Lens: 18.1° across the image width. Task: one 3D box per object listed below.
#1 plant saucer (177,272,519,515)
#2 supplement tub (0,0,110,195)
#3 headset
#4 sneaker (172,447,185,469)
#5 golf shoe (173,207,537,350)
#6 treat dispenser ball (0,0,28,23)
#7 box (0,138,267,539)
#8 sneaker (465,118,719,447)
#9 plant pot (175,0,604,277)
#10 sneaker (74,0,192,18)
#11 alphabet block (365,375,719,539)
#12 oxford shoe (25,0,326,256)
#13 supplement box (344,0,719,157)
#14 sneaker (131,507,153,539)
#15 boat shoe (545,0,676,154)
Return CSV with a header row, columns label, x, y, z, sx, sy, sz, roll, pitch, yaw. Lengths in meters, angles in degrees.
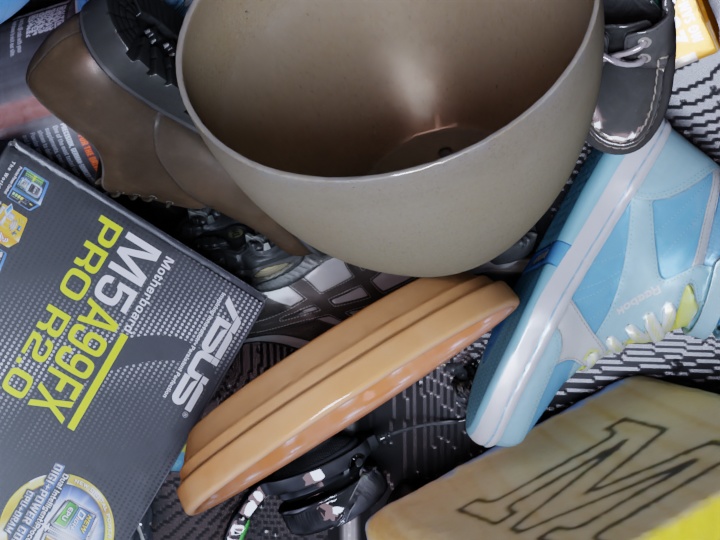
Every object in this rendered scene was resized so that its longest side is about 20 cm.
label,x,y,z,sx,sy,sz,roll,pitch,yaw
plant saucer,-0.012,0.056,1.141,0.200,0.200,0.037,-35,83,16
supplement tub,-0.160,-0.087,1.200,0.200,0.107,0.107,-15,105,10
headset,0.006,0.137,1.257,0.123,0.094,0.200,37,92,-5
sneaker,-0.162,0.085,1.210,0.131,0.080,0.200,47,65,-1
golf shoe,0.000,0.000,1.235,0.199,0.078,0.095,-4,128,9
treat dispenser ball,-0.236,-0.208,1.123,0.200,0.201,0.201,2,108,7
box,-0.165,0.058,1.141,0.160,0.044,0.200,33,81,-18
sneaker,0.149,0.026,1.187,0.130,0.080,0.200,30,87,-5
plant pot,0.026,-0.075,1.076,0.200,0.201,0.135,-9,139,10
sneaker,-0.085,-0.208,1.131,0.078,0.090,0.200,17,72,1
alphabet block,0.152,0.185,1.161,0.196,0.200,0.196,-28,105,-20
oxford shoe,-0.088,-0.063,1.133,0.084,0.073,0.200,-31,129,24
supplement box,0.071,-0.139,1.171,0.200,0.074,0.126,-22,103,14
sneaker,-0.200,0.102,1.297,0.200,0.078,0.080,45,127,-3
boat shoe,0.120,-0.149,1.092,0.067,0.057,0.200,0,106,6
